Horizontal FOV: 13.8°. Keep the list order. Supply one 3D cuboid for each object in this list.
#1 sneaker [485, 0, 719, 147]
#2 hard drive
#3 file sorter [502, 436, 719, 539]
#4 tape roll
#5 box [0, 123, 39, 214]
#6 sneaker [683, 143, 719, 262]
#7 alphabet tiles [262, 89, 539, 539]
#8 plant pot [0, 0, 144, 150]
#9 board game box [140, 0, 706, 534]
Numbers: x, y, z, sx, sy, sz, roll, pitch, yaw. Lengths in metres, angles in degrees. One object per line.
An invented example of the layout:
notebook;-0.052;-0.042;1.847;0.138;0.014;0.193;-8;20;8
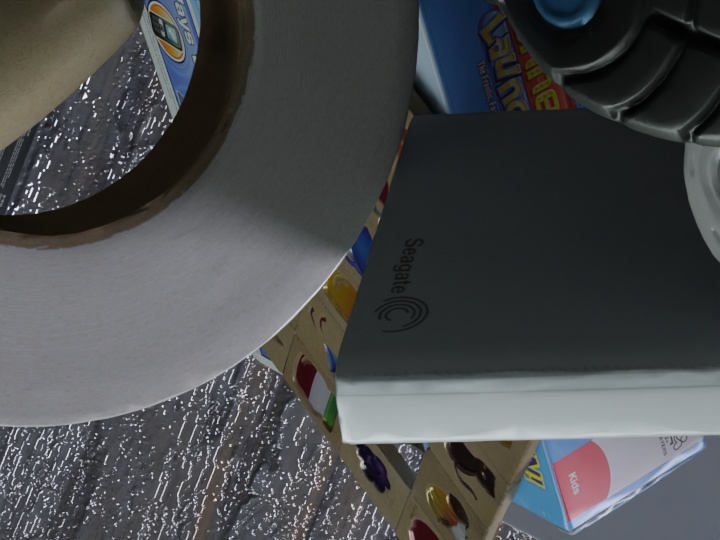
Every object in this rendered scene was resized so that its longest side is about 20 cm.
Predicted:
sneaker;0.051;-0.084;0.652;0.082;0.073;0.200;-4;-154;-46
hard drive;0.102;-0.004;0.742;0.199;0.027;0.132;-2;-149;12
file sorter;0.145;0.015;1.063;0.124;0.201;0.139;14;-173;-45
tape roll;-0.083;-0.062;0.753;0.202;0.203;0.037;21;-179;-23
box;-0.180;-0.115;1.129;0.160;0.201;0.043;22;-178;30
sneaker;0.180;-0.032;0.670;0.199;0.078;0.099;11;-153;25
alphabet tiles;0.000;0.000;0.917;0.167;0.008;0.200;54;156;18
plant pot;-0.133;-0.108;0.837;0.134;0.201;0.200;-6;-179;3
board game box;0.008;-0.041;0.934;0.056;0.201;0.196;-29;-152;-23
